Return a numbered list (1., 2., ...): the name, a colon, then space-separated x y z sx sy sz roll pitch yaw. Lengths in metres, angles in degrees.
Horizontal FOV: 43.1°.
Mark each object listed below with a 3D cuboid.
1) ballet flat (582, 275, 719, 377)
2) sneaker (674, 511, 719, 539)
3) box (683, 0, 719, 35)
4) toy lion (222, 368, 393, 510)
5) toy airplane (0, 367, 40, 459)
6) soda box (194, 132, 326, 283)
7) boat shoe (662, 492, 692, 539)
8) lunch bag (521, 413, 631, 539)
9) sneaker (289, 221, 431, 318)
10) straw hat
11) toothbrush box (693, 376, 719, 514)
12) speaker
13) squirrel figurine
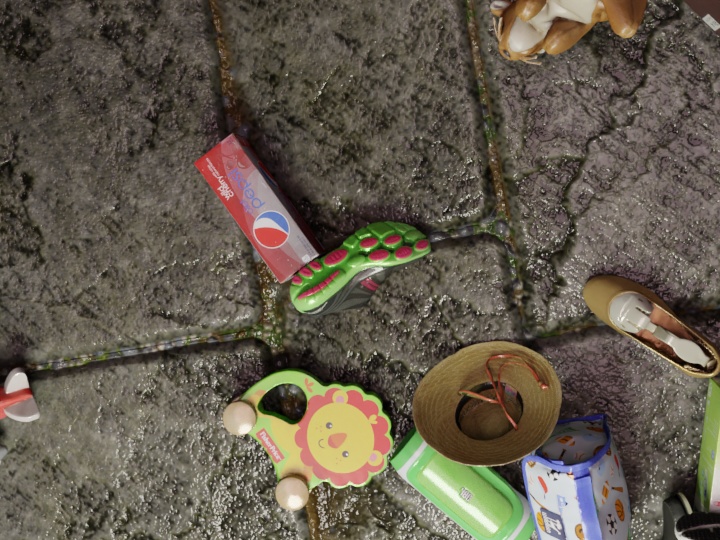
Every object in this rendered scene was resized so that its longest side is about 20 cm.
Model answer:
1. ballet flat: 0.378 0.070 1.164 0.199 0.063 0.069 32 99 5
2. sneaker: 0.482 0.341 1.098 0.199 0.074 0.080 1 113 14
3. box: 0.458 -0.377 1.051 0.200 0.166 0.164 45 100 2
4. toy lion: -0.061 0.218 1.254 0.191 0.069 0.200 -36 89 4
5. toy airplane: -0.546 0.212 1.262 0.199 0.142 0.200 -36 133 21
6. soda box: -0.134 -0.084 1.227 0.070 0.063 0.200 -35 89 10
7. boat shoe: 0.413 0.391 1.188 0.063 0.074 0.203 -7 99 2
8. lunch bag: 0.274 0.288 1.135 0.123 0.200 0.171 -12 95 10
9. sneaker: 0.000 0.000 1.217 0.199 0.084 0.077 -25 59 -4
10. straw hat: 0.170 0.195 1.188 0.200 0.202 0.085 -4 134 9
11. toothbrush box: 0.512 0.247 1.152 0.145 0.086 0.201 6 98 9
12. speaker: 0.138 0.290 1.215 0.200 0.088 0.089 39 100 3
13. squirrel figurine: 0.245 -0.340 1.101 0.141 0.187 0.201 32 63 -12
